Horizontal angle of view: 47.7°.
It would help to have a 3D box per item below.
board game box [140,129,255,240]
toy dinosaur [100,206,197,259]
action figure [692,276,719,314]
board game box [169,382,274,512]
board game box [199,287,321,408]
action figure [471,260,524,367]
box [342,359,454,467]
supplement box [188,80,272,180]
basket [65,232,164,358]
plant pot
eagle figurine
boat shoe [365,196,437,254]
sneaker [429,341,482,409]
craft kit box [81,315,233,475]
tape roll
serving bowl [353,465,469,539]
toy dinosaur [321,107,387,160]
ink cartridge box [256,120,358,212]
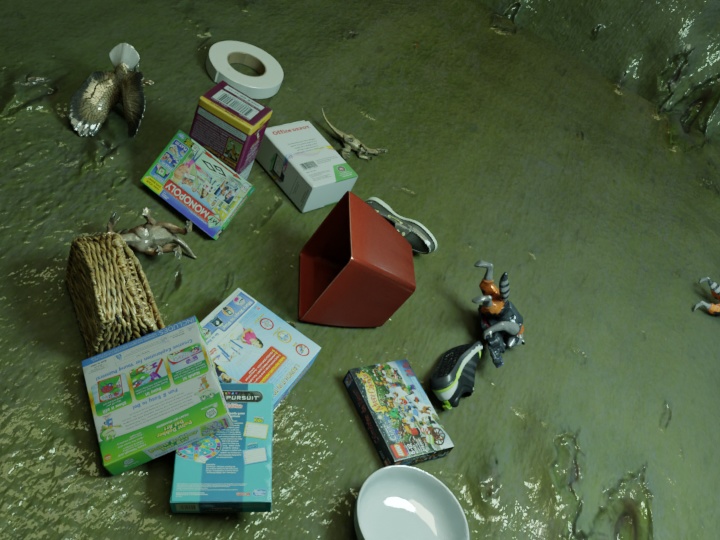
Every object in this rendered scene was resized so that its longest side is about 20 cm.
[{"bbox_3d":[-0.333,-0.176,1.667,0.200,0.135,0.029,37,-3,9],"label":"board game box"},{"bbox_3d":[-0.406,-0.064,1.547,0.200,0.135,0.086,10,81,-52],"label":"toy dinosaur"},{"bbox_3d":[0.986,0.109,2.152,0.193,0.105,0.200,24,38,9],"label":"action figure"},{"bbox_3d":[-0.212,0.275,1.280,0.150,0.047,0.201,2,54,-6],"label":"board game box"},{"bbox_3d":[-0.203,0.152,1.454,0.195,0.056,0.200,36,41,7],"label":"board game box"},{"bbox_3d":[0.297,0.101,1.709,0.194,0.104,0.201,56,18,-35],"label":"action figure"},{"bbox_3d":[0.069,0.264,1.510,0.136,0.038,0.201,-5,51,-34],"label":"box"},{"bbox_3d":[-0.287,-0.275,1.728,0.131,0.200,0.103,31,40,2],"label":"supplement box"},{"bbox_3d":[-0.403,0.034,1.392,0.148,0.143,0.201,-5,51,-33],"label":"basket"},{"bbox_3d":[0.000,0.000,1.635,0.176,0.200,0.201,23,40,-24],"label":"plant pot"},{"bbox_3d":[-0.520,-0.375,1.758,0.151,0.152,0.200,40,32,-19],"label":"eagle figurine"},{"bbox_3d":[0.080,-0.091,1.858,0.201,0.072,0.061,33,44,15],"label":"boat shoe"},{"bbox_3d":[0.196,0.213,1.633,0.200,0.071,0.083,-38,106,-51],"label":"sneaker"},{"bbox_3d":[-0.322,0.192,1.281,0.199,0.049,0.198,-22,52,-7],"label":"craft kit box"},{"bbox_3d":[-0.298,-0.518,2.096,0.202,0.037,0.203,16,43,-15],"label":"tape roll"},{"bbox_3d":[0.074,0.423,1.330,0.199,0.066,0.201,17,42,-16],"label":"serving bowl"},{"bbox_3d":[-0.029,-0.325,2.056,0.199,0.058,0.101,30,25,-12],"label":"toy dinosaur"},{"bbox_3d":[-0.128,-0.243,1.877,0.144,0.084,0.200,-21,61,-42],"label":"ink cartridge box"}]
